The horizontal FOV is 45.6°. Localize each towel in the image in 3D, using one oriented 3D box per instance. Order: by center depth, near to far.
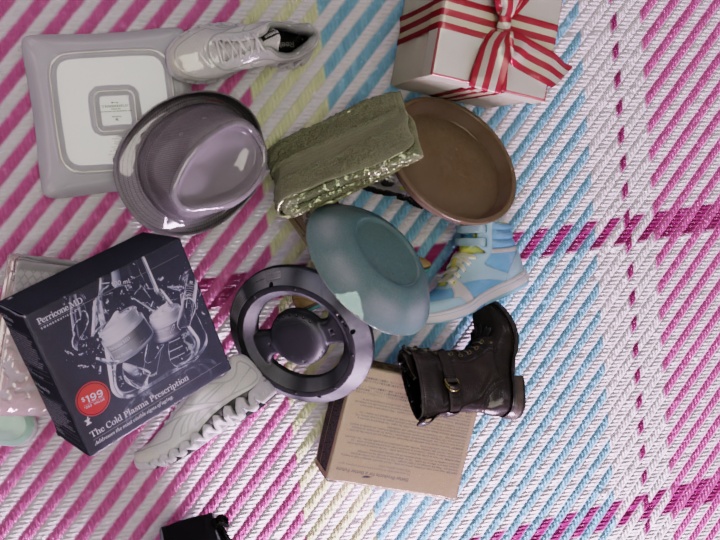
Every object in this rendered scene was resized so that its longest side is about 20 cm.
[{"bbox_3d":[-0.341,0.083,1.048,0.200,0.032,0.192,7,92,-38],"label":"towel"},{"bbox_3d":[-0.025,-0.150,1.083,0.200,0.149,0.037,-24,133,7],"label":"towel"}]

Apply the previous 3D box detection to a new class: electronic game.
[{"bbox_3d":[-0.077,0.084,1.108,0.199,0.042,0.201,9,118,16],"label":"electronic game"}]

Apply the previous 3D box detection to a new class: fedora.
[{"bbox_3d":[-0.192,-0.126,1.053,0.200,0.090,0.177,-34,120,-21],"label":"fedora"}]

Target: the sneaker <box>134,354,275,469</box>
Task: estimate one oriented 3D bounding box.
[{"bbox_3d":[-0.210,0.184,1.106,0.200,0.075,0.081,-34,88,-2],"label":"sneaker"}]

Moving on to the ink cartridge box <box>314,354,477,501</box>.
[{"bbox_3d":[0.053,0.218,1.196,0.199,0.075,0.165,14,93,-19],"label":"ink cartridge box"}]

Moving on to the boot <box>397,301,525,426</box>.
[{"bbox_3d":[0.130,0.117,1.161,0.174,0.069,0.200,8,53,-24],"label":"boot"}]

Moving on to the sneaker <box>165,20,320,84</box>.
[{"bbox_3d":[-0.145,-0.281,1.073,0.200,0.081,0.075,-16,102,-20],"label":"sneaker"}]

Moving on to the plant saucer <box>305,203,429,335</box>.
[{"bbox_3d":[0.023,-0.014,1.068,0.201,0.201,0.039,38,124,-17],"label":"plant saucer"}]

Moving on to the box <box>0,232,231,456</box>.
[{"bbox_3d":[-0.284,0.079,1.005,0.200,0.104,0.183,-32,114,-32],"label":"box"}]

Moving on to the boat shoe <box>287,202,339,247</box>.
[{"bbox_3d":[-0.037,-0.030,1.115,0.063,0.073,0.200,-38,69,26],"label":"boat shoe"}]

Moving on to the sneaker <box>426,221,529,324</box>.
[{"bbox_3d":[0.138,-0.010,1.193,0.200,0.079,0.131,-22,104,-29],"label":"sneaker"}]

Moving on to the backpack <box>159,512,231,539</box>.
[{"bbox_3d":[-0.206,0.439,1.088,0.150,0.178,0.200,-20,111,-11],"label":"backpack"}]

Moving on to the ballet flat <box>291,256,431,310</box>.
[{"bbox_3d":[0.000,0.000,1.164,0.200,0.069,0.063,-18,87,-16],"label":"ballet flat"}]

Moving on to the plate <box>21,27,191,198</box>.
[{"bbox_3d":[-0.304,-0.197,1.065,0.199,0.032,0.201,-8,98,-17],"label":"plate"}]

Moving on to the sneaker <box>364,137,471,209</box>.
[{"bbox_3d":[0.084,-0.137,1.173,0.200,0.077,0.085,17,76,-22],"label":"sneaker"}]

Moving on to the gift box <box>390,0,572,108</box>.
[{"bbox_3d":[0.166,-0.314,1.118,0.199,0.187,0.185,3,95,-16],"label":"gift box"}]

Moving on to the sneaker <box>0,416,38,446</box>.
[{"bbox_3d":[-0.470,0.153,1.005,0.200,0.118,0.074,42,81,-18],"label":"sneaker"}]

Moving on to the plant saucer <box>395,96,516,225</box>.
[{"bbox_3d":[0.120,-0.144,1.148,0.200,0.029,0.201,14,57,-22],"label":"plant saucer"}]
